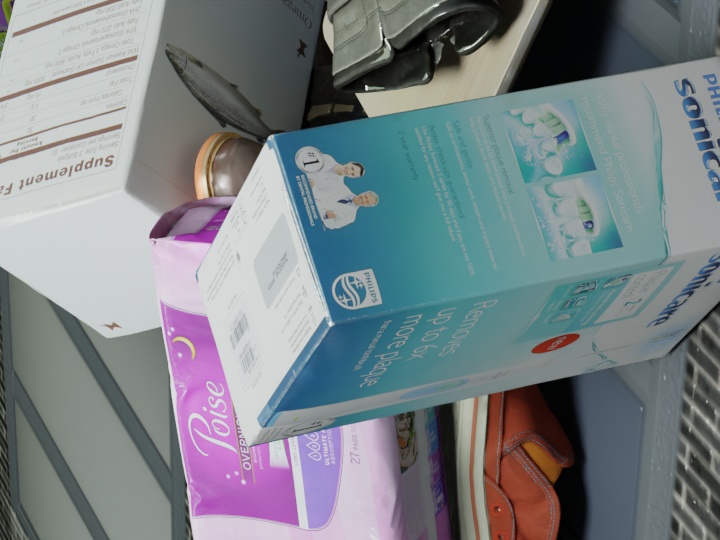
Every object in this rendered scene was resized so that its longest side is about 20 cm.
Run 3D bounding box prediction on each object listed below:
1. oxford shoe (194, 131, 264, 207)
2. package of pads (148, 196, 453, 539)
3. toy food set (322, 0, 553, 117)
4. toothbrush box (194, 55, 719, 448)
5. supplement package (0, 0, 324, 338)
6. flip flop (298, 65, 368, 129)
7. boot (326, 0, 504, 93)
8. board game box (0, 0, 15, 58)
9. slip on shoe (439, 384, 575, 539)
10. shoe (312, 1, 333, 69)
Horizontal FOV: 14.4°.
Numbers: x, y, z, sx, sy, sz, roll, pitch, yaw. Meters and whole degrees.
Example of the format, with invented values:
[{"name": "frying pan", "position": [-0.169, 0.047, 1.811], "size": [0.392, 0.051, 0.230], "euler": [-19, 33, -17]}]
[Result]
[{"name": "oxford shoe", "position": [0.000, 0.000, 1.388], "size": [0.073, 0.071, 0.200], "euler": [-18, 128, 43]}, {"name": "package of pads", "position": [-0.026, 0.064, 1.330], "size": [0.120, 0.076, 0.200], "euler": [3, 114, 25]}, {"name": "toy food set", "position": [0.057, -0.124, 1.275], "size": [0.144, 0.060, 0.200], "euler": [62, 140, 39]}, {"name": "toothbrush box", "position": [0.050, -0.007, 1.157], "size": [0.146, 0.200, 0.085], "euler": [125, 129, -62]}, {"name": "supplement package", "position": [-0.107, -0.085, 1.442], "size": [0.117, 0.117, 0.200], "euler": [-14, 54, 35]}, {"name": "flip flop", "position": [0.020, -0.057, 1.412], "size": [0.200, 0.058, 0.081], "euler": [16, 79, 61]}, {"name": "boot", "position": [-0.011, -0.138, 1.262], "size": [0.200, 0.068, 0.131], "euler": [-18, 72, 57]}, {"name": "board game box", "position": [-0.128, -0.120, 1.559], "size": [0.032, 0.200, 0.120], "euler": [3, 61, 41]}, {"name": "slip on shoe", "position": [0.070, 0.078, 1.352], "size": [0.074, 0.061, 0.200], "euler": [-115, 18, -67]}, {"name": "shoe", "position": [-0.052, -0.165, 1.565], "size": [0.070, 0.053, 0.200], "euler": [152, 106, -69]}]
